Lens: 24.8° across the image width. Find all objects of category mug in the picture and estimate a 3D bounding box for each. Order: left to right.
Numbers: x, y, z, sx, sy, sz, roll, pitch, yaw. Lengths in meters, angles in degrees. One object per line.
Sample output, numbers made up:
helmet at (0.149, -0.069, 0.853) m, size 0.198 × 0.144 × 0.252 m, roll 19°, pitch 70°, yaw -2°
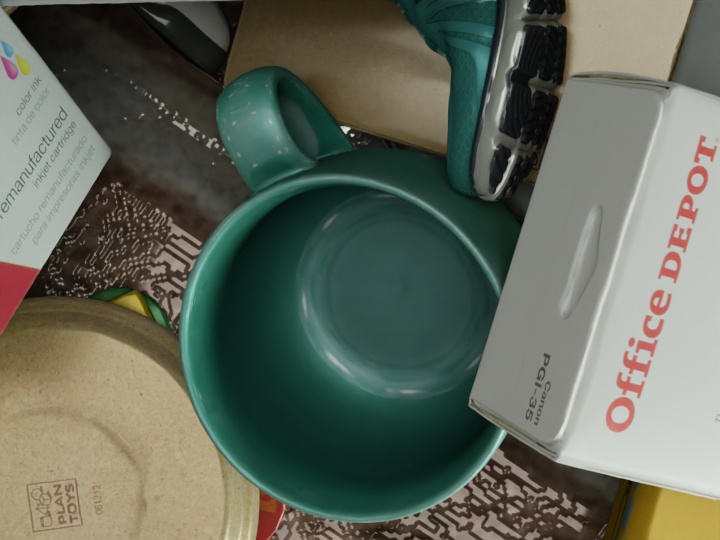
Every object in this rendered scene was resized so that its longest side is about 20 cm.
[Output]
mug at (0.009, 0.007, 0.734) m, size 0.152 × 0.114 × 0.185 m, roll 11°, pitch 106°, yaw 13°

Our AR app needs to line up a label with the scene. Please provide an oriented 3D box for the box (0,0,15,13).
box at (-0.144, -0.228, 0.702) m, size 0.164 × 0.021 × 0.200 m, roll 47°, pitch 63°, yaw -11°

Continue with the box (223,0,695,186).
box at (0.051, -0.133, 0.742) m, size 0.200 × 0.021 × 0.164 m, roll 18°, pitch 98°, yaw 11°

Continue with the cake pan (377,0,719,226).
cake pan at (0.090, -0.110, 0.767) m, size 0.200 × 0.037 × 0.201 m, roll 1°, pitch 95°, yaw 13°

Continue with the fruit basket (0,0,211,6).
fruit basket at (-0.040, -0.189, 0.651) m, size 0.200 × 0.094 × 0.186 m, roll -1°, pitch 75°, yaw 22°

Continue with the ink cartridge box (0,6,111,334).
ink cartridge box at (-0.206, -0.060, 0.625) m, size 0.083 × 0.200 × 0.146 m, roll 4°, pitch 54°, yaw 34°

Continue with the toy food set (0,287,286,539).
toy food set at (-0.140, 0.111, 0.784) m, size 0.198 × 0.049 × 0.200 m, roll -24°, pitch 88°, yaw 1°

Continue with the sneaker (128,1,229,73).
sneaker at (-0.098, -0.197, 0.771) m, size 0.108 × 0.067 × 0.201 m, roll -39°, pitch 77°, yaw 1°

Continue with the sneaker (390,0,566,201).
sneaker at (0.045, -0.127, 0.702) m, size 0.080 × 0.077 × 0.200 m, roll -4°, pitch 83°, yaw 19°

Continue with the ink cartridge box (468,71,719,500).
ink cartridge box at (0.161, 0.016, 0.656) m, size 0.200 × 0.083 × 0.147 m, roll 15°, pitch 94°, yaw -24°

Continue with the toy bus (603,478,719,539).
toy bus at (0.150, 0.124, 0.761) m, size 0.065 × 0.078 × 0.200 m, roll 16°, pitch 89°, yaw 2°
